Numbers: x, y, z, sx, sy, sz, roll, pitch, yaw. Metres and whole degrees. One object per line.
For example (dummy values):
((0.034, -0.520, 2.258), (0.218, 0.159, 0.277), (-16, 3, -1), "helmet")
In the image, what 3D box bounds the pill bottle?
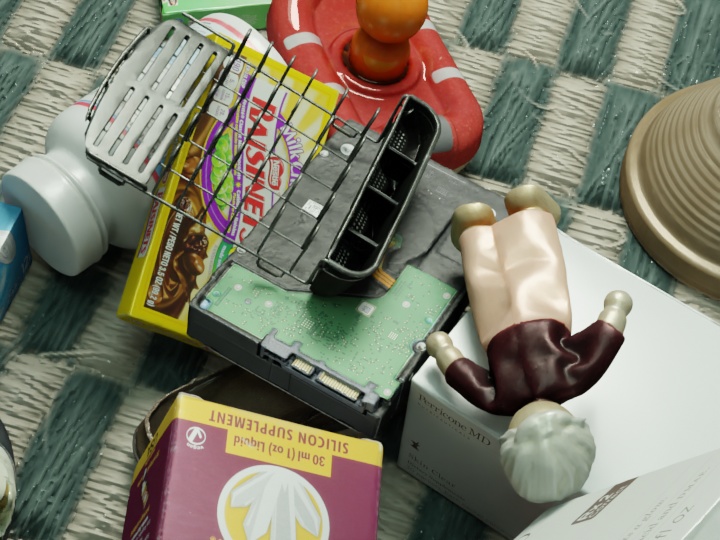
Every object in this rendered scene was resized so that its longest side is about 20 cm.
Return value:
((-0.144, -0.085, 1.086), (0.109, 0.109, 0.200), (39, 61, 22), "pill bottle")

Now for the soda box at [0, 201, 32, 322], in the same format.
((-0.283, 0.043, 1.011), (0.068, 0.064, 0.200), (15, 55, 7), "soda box")

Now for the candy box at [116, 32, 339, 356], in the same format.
((-0.085, -0.047, 1.042), (0.102, 0.026, 0.200), (23, 75, -31), "candy box")

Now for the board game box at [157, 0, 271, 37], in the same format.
((-0.068, -0.254, 1.261), (0.200, 0.029, 0.135), (-7, 56, -9), "board game box")

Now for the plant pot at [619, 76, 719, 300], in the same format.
((0.292, -0.077, 1.124), (0.200, 0.093, 0.201), (1, 54, -2), "plant pot")

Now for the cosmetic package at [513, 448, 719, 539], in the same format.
((0.139, 0.205, 0.743), (0.165, 0.200, 0.165), (-36, 91, -32), "cosmetic package")

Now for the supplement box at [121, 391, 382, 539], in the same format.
((-0.069, 0.188, 0.882), (0.131, 0.103, 0.200), (15, 53, -16), "supplement box")

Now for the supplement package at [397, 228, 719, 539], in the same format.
((0.149, 0.096, 0.977), (0.200, 0.111, 0.156), (31, 58, 18), "supplement package")

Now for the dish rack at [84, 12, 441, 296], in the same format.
((-0.064, -0.082, 0.973), (0.200, 0.055, 0.154), (30, 51, -6), "dish rack")

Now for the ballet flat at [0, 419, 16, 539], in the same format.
((-0.234, 0.157, 0.927), (0.073, 0.073, 0.200), (7, 56, 0), "ballet flat")

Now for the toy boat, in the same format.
((0.014, -0.163, 1.133), (0.130, 0.131, 0.200), (-11, 56, -23), "toy boat")

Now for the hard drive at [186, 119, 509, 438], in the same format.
((0.000, 0.000, 1.000), (0.140, 0.038, 0.200), (27, 50, 12), "hard drive")

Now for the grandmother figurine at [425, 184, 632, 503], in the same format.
((0.099, 0.042, 0.901), (0.121, 0.061, 0.200), (-24, 46, 23), "grandmother figurine")

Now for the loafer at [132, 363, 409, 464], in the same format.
((-0.052, 0.074, 1.001), (0.200, 0.071, 0.073), (-22, 59, -18), "loafer")
